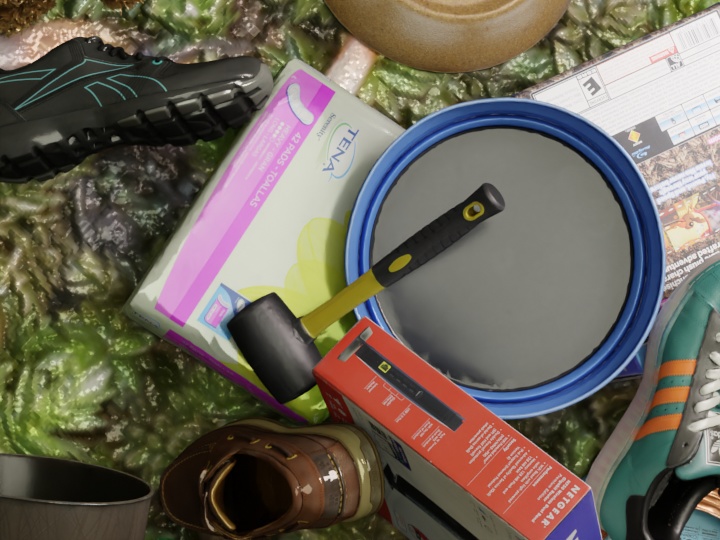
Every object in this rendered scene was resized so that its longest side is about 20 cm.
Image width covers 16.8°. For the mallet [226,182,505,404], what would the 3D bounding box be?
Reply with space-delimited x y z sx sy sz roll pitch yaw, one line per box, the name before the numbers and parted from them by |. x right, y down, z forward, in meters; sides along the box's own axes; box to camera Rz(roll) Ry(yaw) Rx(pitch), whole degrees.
mallet | 0.000 0.000 1.474 0.066 0.041 0.200 48 115 3

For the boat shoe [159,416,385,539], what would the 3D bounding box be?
boat shoe | -0.069 0.129 1.483 0.067 0.200 0.072 -13 92 -38

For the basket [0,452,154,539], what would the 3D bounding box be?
basket | -0.204 0.223 1.473 0.136 0.180 0.201 3 93 -28

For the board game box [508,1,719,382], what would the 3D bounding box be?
board game box | 0.198 -0.050 1.606 0.159 0.097 0.200 -24 90 -13

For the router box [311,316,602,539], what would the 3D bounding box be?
router box | 0.066 0.136 1.477 0.179 0.200 0.049 37 73 27

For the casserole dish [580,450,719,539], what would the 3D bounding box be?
casserole dish | 0.236 0.179 1.624 0.199 0.039 0.121 12 82 -9

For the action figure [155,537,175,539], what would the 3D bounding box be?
action figure | -0.054 0.196 1.504 0.118 0.200 0.055 10 88 -55

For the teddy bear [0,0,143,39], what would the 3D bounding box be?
teddy bear | -0.229 -0.206 1.520 0.200 0.067 0.145 -15 122 18

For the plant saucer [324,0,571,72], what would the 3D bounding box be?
plant saucer | 0.061 -0.234 1.626 0.200 0.035 0.201 1 85 -11

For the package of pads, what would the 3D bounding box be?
package of pads | -0.035 -0.015 1.570 0.154 0.068 0.200 33 80 -7

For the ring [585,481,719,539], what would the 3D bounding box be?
ring | 0.202 0.219 1.585 0.200 0.019 0.201 1 86 -12

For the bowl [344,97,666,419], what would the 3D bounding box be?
bowl | 0.089 -0.008 1.522 0.200 0.039 0.201 0 90 -1

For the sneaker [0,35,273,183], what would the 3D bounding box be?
sneaker | -0.155 -0.115 1.534 0.199 0.075 0.079 -12 72 8

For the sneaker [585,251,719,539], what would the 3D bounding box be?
sneaker | 0.212 0.089 1.516 0.071 0.080 0.200 13 106 -37
